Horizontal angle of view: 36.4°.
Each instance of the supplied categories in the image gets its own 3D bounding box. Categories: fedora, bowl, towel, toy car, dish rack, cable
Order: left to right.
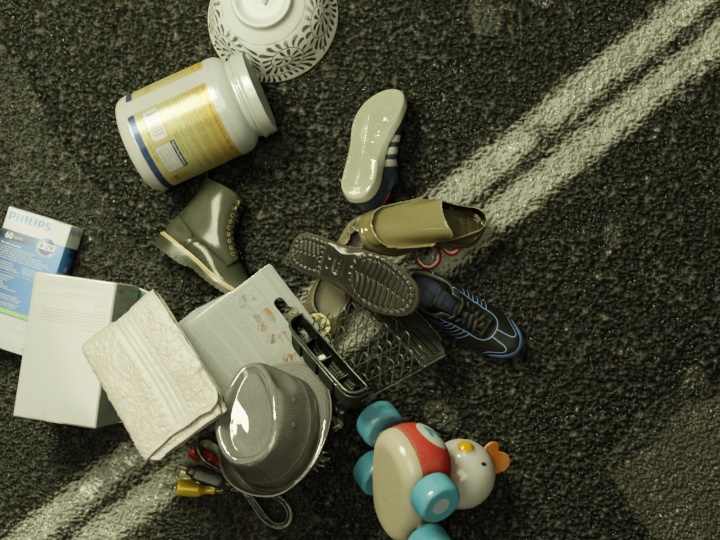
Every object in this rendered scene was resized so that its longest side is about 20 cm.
[{"bbox_3d":[-0.273,0.139,1.440,0.132,0.034,0.201,-37,71,1],"label":"towel"},{"bbox_3d":[-0.184,0.304,1.587,0.199,0.050,0.098,23,71,-5],"label":"cable"},{"bbox_3d":[-0.130,0.194,1.448,0.175,0.090,0.202,-10,57,24],"label":"fedora"},{"bbox_3d":[-0.135,-0.384,1.593,0.199,0.094,0.203,0,85,5],"label":"bowl"},{"bbox_3d":[0.015,0.098,1.502,0.199,0.055,0.153,-24,55,-31],"label":"dish rack"},{"bbox_3d":[0.119,0.270,1.494,0.199,0.184,0.178,-15,128,-25],"label":"toy car"}]

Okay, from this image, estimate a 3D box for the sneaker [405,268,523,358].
[{"bbox_3d":[0.139,0.062,1.540,0.199,0.078,0.071,29,89,7],"label":"sneaker"}]

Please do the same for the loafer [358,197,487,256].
[{"bbox_3d":[0.090,-0.067,1.518,0.198,0.067,0.077,-7,72,-28],"label":"loafer"}]

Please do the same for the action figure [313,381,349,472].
[{"bbox_3d":[-0.081,0.226,1.535,0.199,0.119,0.103,-27,54,10],"label":"action figure"}]

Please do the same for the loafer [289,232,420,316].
[{"bbox_3d":[0.000,0.000,1.514,0.199,0.071,0.074,28,99,19],"label":"loafer"}]

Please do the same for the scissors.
[{"bbox_3d":[0.060,-0.085,1.593,0.073,0.014,0.200,-45,82,3],"label":"scissors"}]

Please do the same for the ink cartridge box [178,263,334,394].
[{"bbox_3d":[-0.164,0.106,1.555,0.200,0.057,0.163,-38,108,-2],"label":"ink cartridge box"}]

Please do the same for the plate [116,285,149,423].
[{"bbox_3d":[-0.353,0.122,1.614,0.198,0.026,0.202,0,86,7],"label":"plate"}]

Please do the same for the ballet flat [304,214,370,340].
[{"bbox_3d":[-0.030,0.012,1.577,0.067,0.046,0.201,27,89,8],"label":"ballet flat"}]

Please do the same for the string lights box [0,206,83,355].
[{"bbox_3d":[-0.493,0.018,1.618,0.102,0.059,0.202,17,88,6],"label":"string lights box"}]

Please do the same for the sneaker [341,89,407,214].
[{"bbox_3d":[0.028,-0.165,1.575,0.074,0.085,0.201,4,60,29],"label":"sneaker"}]

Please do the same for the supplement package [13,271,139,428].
[{"bbox_3d":[-0.398,0.111,1.546,0.120,0.120,0.202,8,87,4],"label":"supplement package"}]

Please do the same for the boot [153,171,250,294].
[{"bbox_3d":[-0.184,-0.040,1.586,0.199,0.077,0.139,34,85,6],"label":"boot"}]

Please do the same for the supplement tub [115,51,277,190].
[{"bbox_3d":[-0.232,-0.215,1.565,0.199,0.144,0.145,-23,84,4],"label":"supplement tub"}]
